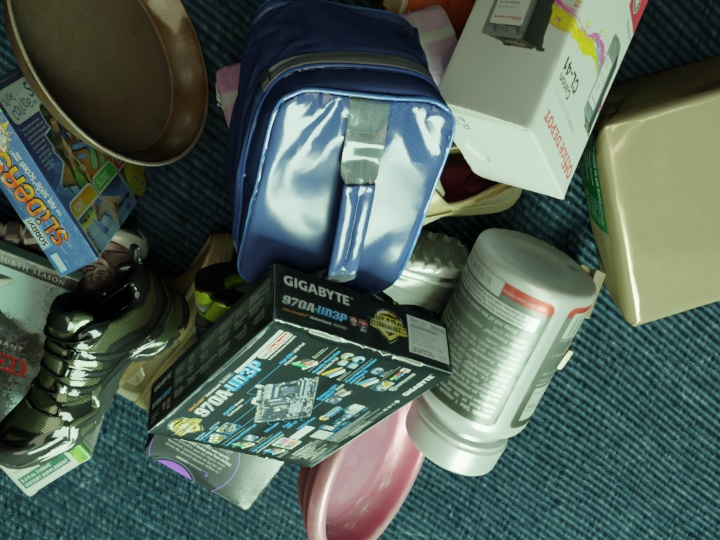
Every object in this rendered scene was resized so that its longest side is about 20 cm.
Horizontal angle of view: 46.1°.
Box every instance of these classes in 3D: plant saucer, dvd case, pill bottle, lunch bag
[{"bbox_3d":[-0.195,-0.173,0.651,0.034,0.201,0.202,-15,116,28],"label":"plant saucer"},{"bbox_3d":[0.003,0.180,0.826,0.050,0.200,0.203,23,114,29],"label":"plant saucer"},{"bbox_3d":[-0.337,0.064,0.725,0.144,0.022,0.202,22,107,-13],"label":"dvd case"},{"bbox_3d":[0.118,0.075,0.763,0.112,0.114,0.202,17,114,-12],"label":"pill bottle"},{"bbox_3d":[-0.024,-0.072,0.602,0.134,0.133,0.202,3,133,-15],"label":"lunch bag"}]

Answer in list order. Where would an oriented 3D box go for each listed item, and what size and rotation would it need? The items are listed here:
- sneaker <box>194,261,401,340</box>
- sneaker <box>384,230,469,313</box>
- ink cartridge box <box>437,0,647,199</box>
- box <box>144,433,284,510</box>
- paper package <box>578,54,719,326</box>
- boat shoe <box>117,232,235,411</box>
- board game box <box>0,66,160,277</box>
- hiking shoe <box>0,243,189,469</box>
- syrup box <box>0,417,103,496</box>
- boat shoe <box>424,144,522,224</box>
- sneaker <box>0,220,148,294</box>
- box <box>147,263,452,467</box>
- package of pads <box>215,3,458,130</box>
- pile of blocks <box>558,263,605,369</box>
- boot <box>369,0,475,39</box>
[{"bbox_3d":[-0.045,0.051,0.706,0.197,0.074,0.082,13,125,-11],"label":"sneaker"},{"bbox_3d":[0.000,0.000,0.792,0.197,0.075,0.083,14,127,-2],"label":"sneaker"},{"bbox_3d":[0.147,-0.178,0.657,0.085,0.147,0.202,20,83,27],"label":"ink cartridge box"},{"bbox_3d":[-0.099,0.101,0.804,0.122,0.106,0.201,33,105,-17],"label":"box"},{"bbox_3d":[0.305,-0.076,0.776,0.188,0.104,0.202,-16,113,1],"label":"paper package"},{"bbox_3d":[-0.180,0.043,0.792,0.064,0.071,0.201,28,108,-16],"label":"boat shoe"},{"bbox_3d":[-0.225,-0.099,0.660,0.034,0.201,0.137,-23,112,11],"label":"board game box"},{"bbox_3d":[-0.239,0.067,0.698,0.200,0.075,0.101,-49,137,-18],"label":"hiking shoe"},{"bbox_3d":[-0.338,0.104,0.796,0.078,0.082,0.201,-31,113,7],"label":"syrup box"},{"bbox_3d":[0.056,-0.078,0.751,0.197,0.067,0.075,-15,71,-13],"label":"boat shoe"},{"bbox_3d":[-0.291,0.016,0.751,0.197,0.076,0.118,2,89,-6],"label":"sneaker"},{"bbox_3d":[-0.051,0.085,0.654,0.157,0.047,0.200,19,138,-31],"label":"box"},{"bbox_3d":[-0.012,-0.140,0.707,0.197,0.121,0.077,-16,72,2],"label":"package of pads"},{"bbox_3d":[0.158,0.071,0.831,0.061,0.082,0.202,24,108,-14],"label":"pile of blocks"},{"bbox_3d":[0.085,-0.286,0.691,0.106,0.075,0.202,12,119,-13],"label":"boot"}]
